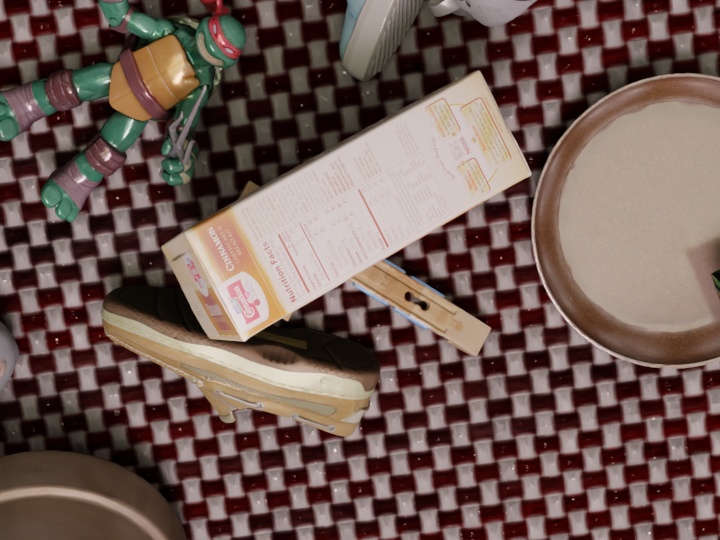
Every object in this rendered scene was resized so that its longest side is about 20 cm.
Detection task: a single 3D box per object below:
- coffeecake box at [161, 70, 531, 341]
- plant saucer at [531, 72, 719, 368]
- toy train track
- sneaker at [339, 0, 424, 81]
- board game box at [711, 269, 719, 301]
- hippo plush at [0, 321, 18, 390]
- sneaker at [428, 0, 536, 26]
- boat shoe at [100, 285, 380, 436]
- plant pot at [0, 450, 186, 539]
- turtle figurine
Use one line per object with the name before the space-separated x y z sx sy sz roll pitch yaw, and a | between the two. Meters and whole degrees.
coffeecake box | -0.016 -0.036 0.830 0.199 0.153 0.074 -30 95 -13
plant saucer | 0.215 -0.034 0.917 0.198 0.032 0.203 0 101 2
toy train track | 0.000 0.000 0.930 0.199 0.033 0.115 31 81 -11
sneaker | 0.011 -0.228 0.871 0.081 0.074 0.202 21 99 15
board game box | 0.319 0.069 0.918 0.104 0.023 0.202 -22 111 4
hippo plush | -0.318 0.075 0.891 0.160 0.159 0.201 31 82 -16
sneaker | 0.126 -0.227 0.861 0.200 0.115 0.075 -41 100 -26
boat shoe | -0.089 0.072 0.932 0.198 0.072 0.077 18 113 -2
plant pot | -0.211 0.251 0.889 0.197 0.174 0.202 -4 119 -6
turtle figurine | -0.142 -0.122 0.876 0.199 0.101 0.151 -29 85 23
